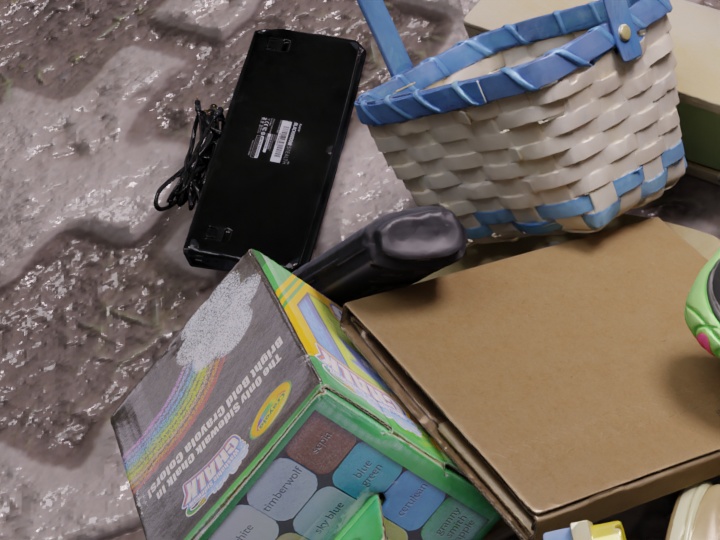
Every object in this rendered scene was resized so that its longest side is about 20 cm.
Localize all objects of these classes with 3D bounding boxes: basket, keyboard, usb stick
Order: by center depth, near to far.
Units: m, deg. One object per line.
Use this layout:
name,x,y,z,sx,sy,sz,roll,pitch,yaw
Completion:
usb stick,0.000,0.000,1.022,0.055,0.200,0.033,-4,82,-18
basket,0.074,-0.119,1.048,0.176,0.200,0.139,-3,27,48
keyboard,-0.064,-0.073,1.253,0.104,0.040,0.200,11,52,5

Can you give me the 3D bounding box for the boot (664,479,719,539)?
boot,0.209,0.176,0.852,0.155,0.072,0.200,-10,52,20

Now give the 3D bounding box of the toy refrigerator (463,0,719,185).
toy refrigerator,0.159,-0.112,1.138,0.200,0.076,0.070,26,65,39

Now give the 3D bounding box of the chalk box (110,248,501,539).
chalk box,-0.024,0.104,0.941,0.124,0.124,0.200,-49,29,10

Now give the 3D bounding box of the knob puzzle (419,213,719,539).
knob puzzle,0.110,0.043,1.051,0.220,0.030,0.220,-13,46,14

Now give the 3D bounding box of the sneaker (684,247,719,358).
sneaker,0.249,0.038,0.896,0.200,0.077,0.084,26,98,5

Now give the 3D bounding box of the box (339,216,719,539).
box,0.115,0.045,0.951,0.200,0.021,0.163,-15,43,-29

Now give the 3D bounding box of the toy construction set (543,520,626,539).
toy construction set,0.090,0.208,0.758,0.092,0.131,0.200,-1,55,18

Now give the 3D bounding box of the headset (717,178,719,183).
headset,0.261,0.002,1.003,0.123,0.094,0.200,-39,60,-17
